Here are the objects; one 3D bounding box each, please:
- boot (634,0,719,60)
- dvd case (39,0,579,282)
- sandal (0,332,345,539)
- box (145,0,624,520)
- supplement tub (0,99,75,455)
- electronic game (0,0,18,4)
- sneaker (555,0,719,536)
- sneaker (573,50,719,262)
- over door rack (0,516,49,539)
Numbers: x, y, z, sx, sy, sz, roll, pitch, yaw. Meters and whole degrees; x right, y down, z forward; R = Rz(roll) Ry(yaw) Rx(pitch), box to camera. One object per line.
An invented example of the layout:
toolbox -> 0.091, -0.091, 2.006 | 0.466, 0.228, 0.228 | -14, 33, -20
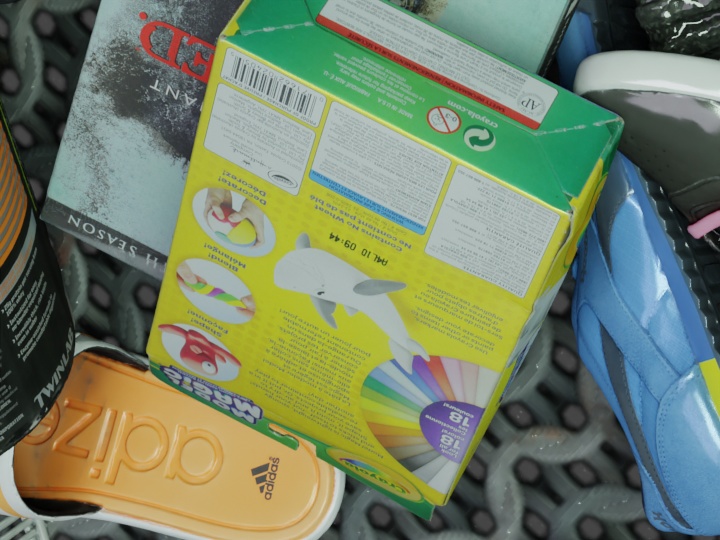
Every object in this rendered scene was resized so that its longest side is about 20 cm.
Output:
boot -> 0.189, -0.059, 0.755 | 0.158, 0.079, 0.211 | -33, 91, 35
dvd case -> -0.019, -0.061, 0.831 | 0.146, 0.022, 0.200 | 27, 132, 5
sandal -> -0.107, 0.059, 0.971 | 0.207, 0.059, 0.079 | 8, 82, 22
box -> 0.000, 0.000, 0.800 | 0.117, 0.048, 0.200 | 28, 143, 5
supplement tub -> -0.177, -0.024, 0.882 | 0.122, 0.123, 0.200 | 18, 146, 22
electronic game -> -0.123, -0.190, 0.858 | 0.200, 0.042, 0.200 | 0, 90, 56
sneaker -> 0.088, -0.012, 0.820 | 0.078, 0.066, 0.200 | -26, 77, 45
sneaker -> 0.138, 0.015, 0.747 | 0.200, 0.099, 0.071 | 30, 166, -11
over door rack -> -0.157, 0.197, 1.016 | 0.067, 0.148, 0.200 | -18, 100, 33
